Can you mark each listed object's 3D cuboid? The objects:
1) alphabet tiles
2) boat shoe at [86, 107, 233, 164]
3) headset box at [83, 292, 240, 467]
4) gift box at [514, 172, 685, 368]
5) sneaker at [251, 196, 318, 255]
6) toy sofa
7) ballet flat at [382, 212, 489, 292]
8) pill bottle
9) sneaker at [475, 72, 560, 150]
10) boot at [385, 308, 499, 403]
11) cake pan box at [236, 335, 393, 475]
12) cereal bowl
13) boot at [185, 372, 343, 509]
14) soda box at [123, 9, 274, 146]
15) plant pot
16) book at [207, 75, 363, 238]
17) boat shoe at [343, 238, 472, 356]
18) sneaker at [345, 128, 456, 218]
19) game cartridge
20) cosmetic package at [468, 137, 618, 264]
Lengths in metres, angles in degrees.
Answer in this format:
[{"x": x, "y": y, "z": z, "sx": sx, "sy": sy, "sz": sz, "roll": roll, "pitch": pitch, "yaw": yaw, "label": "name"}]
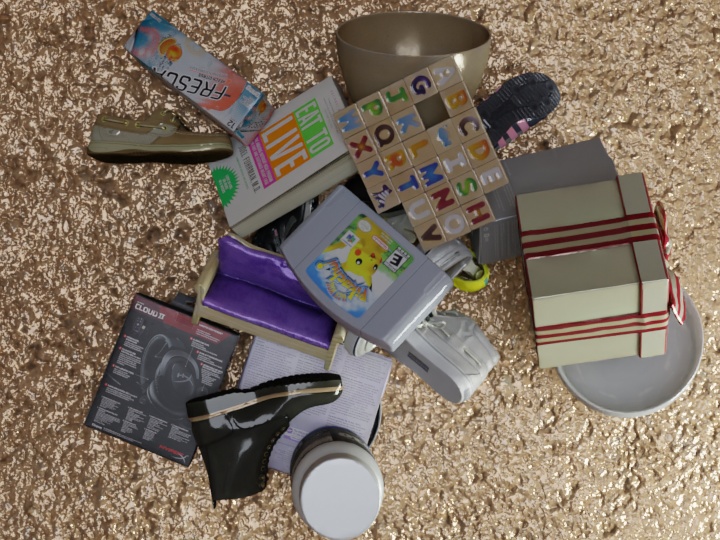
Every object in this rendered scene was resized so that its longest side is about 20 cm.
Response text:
[{"x": 0.079, "y": -0.133, "z": 1.519, "sx": 0.165, "sy": 0.008, "sz": 0.202, "roll": -24, "pitch": 95, "yaw": 17, "label": "alphabet tiles"}, {"x": -0.259, "y": -0.176, "z": 1.624, "sx": 0.197, "sy": 0.074, "sz": 0.067, "roll": 2, "pitch": 82, "yaw": 10, "label": "boat shoe"}, {"x": -0.251, "y": 0.131, "z": 1.630, "sx": 0.147, "sy": 0.077, "sz": 0.203, "roll": 21, "pitch": 87, "yaw": -3, "label": "headset box"}, {"x": 0.295, "y": 0.004, "z": 1.551, "sx": 0.184, "sy": 0.201, "sz": 0.187, "roll": -9, "pitch": 58, "yaw": 7, "label": "gift box"}, {"x": -0.100, "y": -0.058, "z": 1.645, "sx": 0.086, "sy": 0.076, "sz": 0.203, "roll": 2, "pitch": 89, "yaw": 3, "label": "sneaker"}, {"x": -0.108, "y": 0.038, "z": 1.588, "sx": 0.197, "sy": 0.083, "sz": 0.098, "roll": 19, "pitch": 127, "yaw": 0, "label": "toy sofa"}, {"x": 0.089, "y": -0.042, "z": 1.656, "sx": 0.199, "sy": 0.067, "sz": 0.067, "roll": 36, "pitch": 86, "yaw": -2, "label": "ballet flat"}, {"x": -0.030, "y": 0.259, "z": 1.531, "sx": 0.112, "sy": 0.200, "sz": 0.116, "roll": 0, "pitch": 92, "yaw": -5, "label": "pill bottle"}, {"x": 0.181, "y": -0.198, "z": 1.659, "sx": 0.199, "sy": 0.082, "sz": 0.071, "roll": -31, "pitch": 84, "yaw": -32, "label": "sneaker"}, {"x": 0.090, "y": 0.080, "z": 1.662, "sx": 0.200, "sy": 0.074, "sz": 0.095, "roll": 43, "pitch": 58, "yaw": 10, "label": "boot"}, {"x": -0.068, "y": 0.177, "z": 1.653, "sx": 0.197, "sy": 0.052, "sz": 0.187, "roll": 16, "pitch": 90, "yaw": -3, "label": "cake pan box"}, {"x": 0.345, "y": 0.098, "z": 1.648, "sx": 0.197, "sy": 0.083, "sz": 0.203, "roll": -2, "pitch": 72, "yaw": 5, "label": "cereal bowl"}, {"x": -0.109, "y": 0.211, "z": 1.578, "sx": 0.197, "sy": 0.077, "sz": 0.140, "roll": -12, "pitch": 92, "yaw": 3, "label": "boot"}, {"x": -0.207, "y": -0.247, "z": 1.617, "sx": 0.199, "sy": 0.068, "sz": 0.064, "roll": 37, "pitch": 87, "yaw": 15, "label": "soda box"}, {"x": 0.066, "y": -0.241, "z": 1.613, "sx": 0.197, "sy": 0.201, "sz": 0.136, "roll": -1, "pitch": 117, "yaw": -3, "label": "plant pot"}, {"x": -0.095, "y": -0.147, "z": 1.613, "sx": 0.198, "sy": 0.048, "sz": 0.135, "roll": -31, "pitch": 56, "yaw": 10, "label": "book"}, {"x": 0.070, "y": 0.044, "z": 1.579, "sx": 0.086, "sy": 0.075, "sz": 0.202, "roll": 40, "pitch": 81, "yaw": 19, "label": "boat shoe"}, {"x": 0.055, "y": -0.131, "z": 1.603, "sx": 0.197, "sy": 0.107, "sz": 0.076, "roll": -5, "pitch": 54, "yaw": 26, "label": "sneaker"}, {"x": 0.000, "y": 0.000, "z": 1.547, "sx": 0.200, "sy": 0.041, "sz": 0.134, "roll": 40, "pitch": 81, "yaw": 20, "label": "game cartridge"}, {"x": 0.236, "y": -0.092, "z": 1.637, "sx": 0.197, "sy": 0.091, "sz": 0.108, "roll": -10, "pitch": 49, "yaw": -4, "label": "cosmetic package"}]
